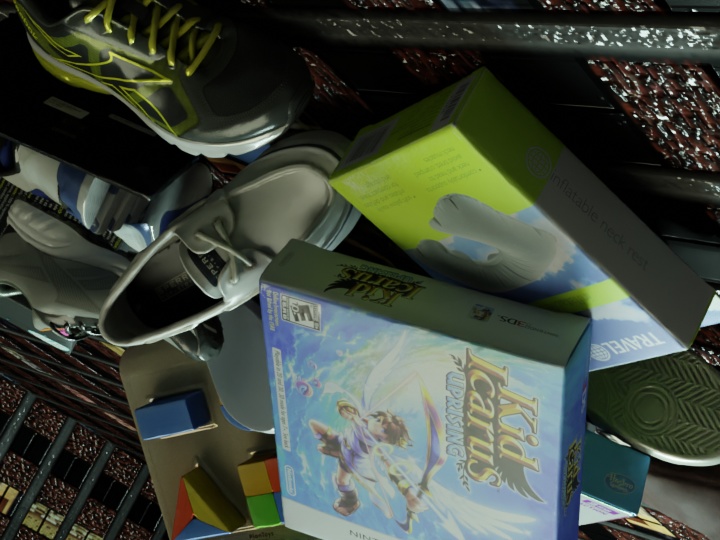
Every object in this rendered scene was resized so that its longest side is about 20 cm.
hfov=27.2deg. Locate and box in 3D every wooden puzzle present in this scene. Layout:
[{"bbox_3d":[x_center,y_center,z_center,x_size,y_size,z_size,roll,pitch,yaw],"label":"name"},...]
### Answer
[{"bbox_3d":[-0.108,0.143,1.208,0.184,0.201,0.046,-15,179,29],"label":"wooden puzzle"}]

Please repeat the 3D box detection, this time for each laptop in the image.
[{"bbox_3d":[-0.158,-0.085,0.939,0.176,0.200,0.104,23,128,15],"label":"laptop"}]

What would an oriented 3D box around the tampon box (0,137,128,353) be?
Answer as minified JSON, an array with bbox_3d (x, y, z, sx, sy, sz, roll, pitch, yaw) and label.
[{"bbox_3d":[-0.315,-0.033,1.332,0.199,0.127,0.150,29,165,-5],"label":"tampon box"}]

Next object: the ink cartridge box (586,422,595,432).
[{"bbox_3d":[0.080,0.102,1.126,0.197,0.044,0.200,13,178,11],"label":"ink cartridge box"}]

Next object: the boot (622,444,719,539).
[{"bbox_3d":[0.257,0.167,1.111,0.166,0.073,0.200,17,165,27],"label":"boot"}]

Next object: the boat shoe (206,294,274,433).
[{"bbox_3d":[-0.078,0.051,1.069,0.066,0.070,0.200,13,-162,-37],"label":"boat shoe"}]

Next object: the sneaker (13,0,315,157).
[{"bbox_3d":[-0.118,-0.123,0.806,0.199,0.075,0.085,20,162,26],"label":"sneaker"}]

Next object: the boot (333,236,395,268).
[{"bbox_3d":[0.000,0.000,1.000,0.188,0.069,0.200,35,169,-6],"label":"boot"}]

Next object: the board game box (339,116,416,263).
[{"bbox_3d":[0.081,-0.017,0.900,0.199,0.028,0.135,25,164,12],"label":"board game box"}]

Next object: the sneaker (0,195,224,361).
[{"bbox_3d":[-0.177,0.021,1.033,0.199,0.080,0.074,25,175,28],"label":"sneaker"}]

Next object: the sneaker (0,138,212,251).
[{"bbox_3d":[-0.187,-0.074,1.057,0.115,0.081,0.199,31,180,16],"label":"sneaker"}]

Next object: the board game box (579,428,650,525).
[{"bbox_3d":[0.075,0.130,0.996,0.152,0.041,0.200,25,158,-16],"label":"board game box"}]

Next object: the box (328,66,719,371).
[{"bbox_3d":[0.092,-0.011,0.791,0.200,0.048,0.122,41,151,-18],"label":"box"}]

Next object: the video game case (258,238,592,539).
[{"bbox_3d":[0.036,0.093,0.852,0.180,0.045,0.201,14,131,21],"label":"video game case"}]

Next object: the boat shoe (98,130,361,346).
[{"bbox_3d":[-0.080,-0.013,0.874,0.199,0.066,0.072,-27,100,32],"label":"boat shoe"}]

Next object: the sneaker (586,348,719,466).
[{"bbox_3d":[0.164,0.073,0.986,0.199,0.075,0.085,26,173,26],"label":"sneaker"}]

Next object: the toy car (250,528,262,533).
[{"bbox_3d":[-0.069,0.125,1.286,0.164,0.201,0.158,15,160,39],"label":"toy car"}]
